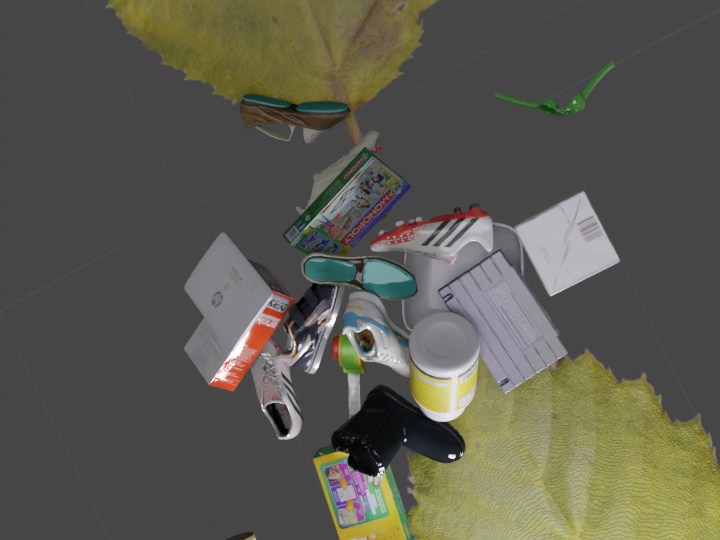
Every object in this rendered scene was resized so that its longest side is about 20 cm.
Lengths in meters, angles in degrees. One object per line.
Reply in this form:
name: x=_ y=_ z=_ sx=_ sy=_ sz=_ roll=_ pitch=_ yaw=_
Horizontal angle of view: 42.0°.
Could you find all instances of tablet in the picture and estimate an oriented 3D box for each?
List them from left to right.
tablet: x=-0.231 y=0.035 z=1.619 sx=0.130 sy=0.014 sz=0.200 roll=-53 pitch=47 yaw=11

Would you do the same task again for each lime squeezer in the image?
lime squeezer: x=0.325 y=-0.287 z=1.542 sx=0.199 sy=0.038 sz=0.071 roll=-14 pitch=92 yaw=11

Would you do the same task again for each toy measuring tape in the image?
toy measuring tape: x=-0.015 y=0.173 z=1.624 sx=0.073 sy=0.074 sz=0.202 roll=1 pitch=95 yaw=10

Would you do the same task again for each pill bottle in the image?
pill bottle: x=0.135 y=0.164 z=1.528 sx=0.111 sy=0.201 sz=0.113 roll=-2 pitch=55 yaw=2

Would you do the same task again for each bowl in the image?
bowl: x=0.173 y=0.013 z=1.576 sx=0.198 sy=0.075 sz=0.201 roll=4 pitch=96 yaw=10

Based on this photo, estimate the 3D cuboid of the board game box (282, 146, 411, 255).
board game box: x=-0.021 y=-0.101 z=1.572 sx=0.200 sy=0.134 sz=0.029 roll=-46 pitch=54 yaw=10

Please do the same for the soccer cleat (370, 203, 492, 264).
soccer cleat: x=0.116 y=-0.046 z=1.504 sx=0.199 sy=0.069 sz=0.086 roll=-14 pitch=88 yaw=6

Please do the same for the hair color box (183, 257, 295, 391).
hair color box: x=-0.212 y=0.094 z=1.630 sx=0.201 sy=0.064 sz=0.111 roll=-56 pitch=47 yaw=11

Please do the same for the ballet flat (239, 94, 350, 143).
ballet flat: x=-0.113 y=-0.257 z=1.612 sx=0.198 sy=0.068 sz=0.073 roll=6 pitch=116 yaw=9

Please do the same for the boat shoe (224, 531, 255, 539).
boat shoe: x=-0.273 y=0.539 z=1.699 sx=0.200 sy=0.072 sz=0.066 roll=-25 pitch=85 yaw=6

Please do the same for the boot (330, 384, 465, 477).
boot: x=0.063 y=0.295 z=1.566 sx=0.199 sy=0.168 sz=0.077 roll=34 pitch=126 yaw=8

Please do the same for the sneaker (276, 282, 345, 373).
sneaker: x=-0.086 y=0.077 z=1.616 sx=0.079 sy=0.078 sz=0.201 roll=17 pitch=99 yaw=-14

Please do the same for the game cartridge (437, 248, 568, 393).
game cartridge: x=0.232 y=0.081 z=1.520 sx=0.129 sy=0.038 sz=0.201 roll=-33 pitch=89 yaw=6

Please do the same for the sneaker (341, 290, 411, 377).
sneaker: x=0.033 y=0.125 z=1.570 sx=0.076 sy=0.081 sz=0.200 roll=-13 pitch=132 yaw=38

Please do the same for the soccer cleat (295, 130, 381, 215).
soccer cleat: x=-0.037 y=-0.161 z=1.602 sx=0.077 sy=0.069 sz=0.201 roll=35 pitch=102 yaw=8

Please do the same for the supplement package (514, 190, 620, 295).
supplement package: x=0.322 y=-0.049 z=1.480 sx=0.119 sy=0.200 sz=0.122 roll=-28 pitch=90 yaw=11

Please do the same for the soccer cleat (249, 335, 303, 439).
soccer cleat: x=-0.153 y=0.201 z=1.642 sx=0.068 sy=0.085 sz=0.201 roll=-18 pitch=91 yaw=11

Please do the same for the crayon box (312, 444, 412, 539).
crayon box: x=0.005 y=0.398 z=1.645 sx=0.118 sy=0.058 sz=0.201 roll=-18 pitch=92 yaw=10

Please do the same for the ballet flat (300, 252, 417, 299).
ballet flat: x=0.000 y=0.000 z=1.554 sx=0.198 sy=0.062 sz=0.068 roll=13 pitch=102 yaw=-2
